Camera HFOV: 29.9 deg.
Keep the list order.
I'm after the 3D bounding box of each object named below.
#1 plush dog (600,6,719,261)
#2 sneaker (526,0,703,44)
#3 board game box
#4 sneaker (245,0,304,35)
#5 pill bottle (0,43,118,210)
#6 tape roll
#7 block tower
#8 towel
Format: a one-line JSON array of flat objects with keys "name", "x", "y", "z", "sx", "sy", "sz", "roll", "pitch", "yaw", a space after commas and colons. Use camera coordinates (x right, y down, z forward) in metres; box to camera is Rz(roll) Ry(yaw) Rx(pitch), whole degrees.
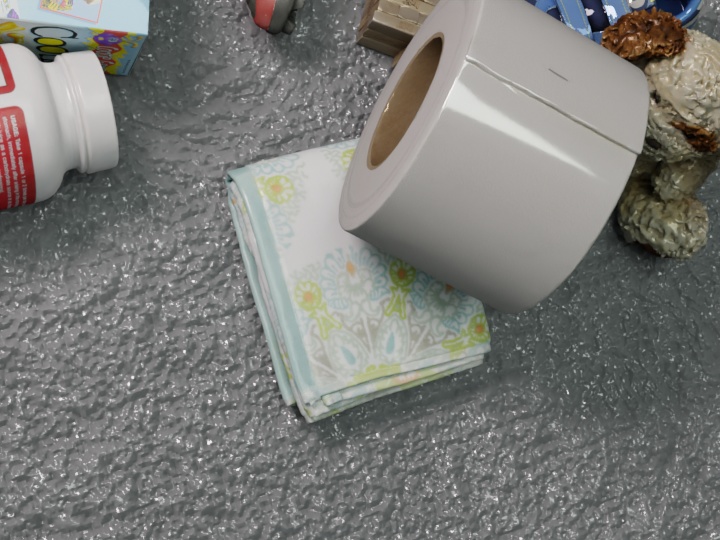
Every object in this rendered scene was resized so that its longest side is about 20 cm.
[{"name": "plush dog", "x": 0.247, "y": -0.126, "z": 1.071, "sx": 0.200, "sy": 0.172, "sz": 0.161, "roll": 42, "pitch": 71, "yaw": -7}, {"name": "sneaker", "x": 0.195, "y": -0.211, "z": 1.113, "sx": 0.199, "sy": 0.082, "sz": 0.074, "roll": -16, "pitch": 81, "yaw": -19}, {"name": "board game box", "x": -0.255, "y": -0.211, "z": 0.959, "sx": 0.198, "sy": 0.103, "sz": 0.106, "roll": 4, "pitch": 80, "yaw": -17}, {"name": "sneaker", "x": -0.092, "y": -0.278, "z": 1.040, "sx": 0.097, "sy": 0.071, "sz": 0.202, "roll": -3, "pitch": 80, "yaw": -18}, {"name": "pill bottle", "x": -0.275, "y": -0.093, "z": 0.929, "sx": 0.199, "sy": 0.112, "sz": 0.113, "roll": -13, "pitch": 86, "yaw": -19}, {"name": "tape roll", "x": 0.090, "y": -0.088, "z": 0.956, "sx": 0.138, "sy": 0.203, "sz": 0.204, "roll": 26, "pitch": 74, "yaw": -13}, {"name": "block tower", "x": 0.049, "y": -0.266, "z": 1.092, "sx": 0.057, "sy": 0.054, "sz": 0.201, "roll": 17, "pitch": 76, "yaw": -14}, {"name": "towel", "x": 0.000, "y": 0.000, "z": 1.040, "sx": 0.170, "sy": 0.048, "sz": 0.201, "roll": -15, "pitch": 86, "yaw": -22}]
